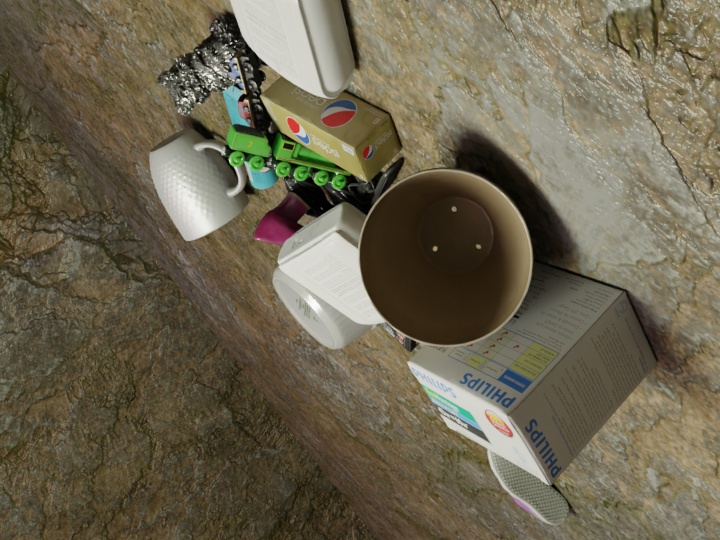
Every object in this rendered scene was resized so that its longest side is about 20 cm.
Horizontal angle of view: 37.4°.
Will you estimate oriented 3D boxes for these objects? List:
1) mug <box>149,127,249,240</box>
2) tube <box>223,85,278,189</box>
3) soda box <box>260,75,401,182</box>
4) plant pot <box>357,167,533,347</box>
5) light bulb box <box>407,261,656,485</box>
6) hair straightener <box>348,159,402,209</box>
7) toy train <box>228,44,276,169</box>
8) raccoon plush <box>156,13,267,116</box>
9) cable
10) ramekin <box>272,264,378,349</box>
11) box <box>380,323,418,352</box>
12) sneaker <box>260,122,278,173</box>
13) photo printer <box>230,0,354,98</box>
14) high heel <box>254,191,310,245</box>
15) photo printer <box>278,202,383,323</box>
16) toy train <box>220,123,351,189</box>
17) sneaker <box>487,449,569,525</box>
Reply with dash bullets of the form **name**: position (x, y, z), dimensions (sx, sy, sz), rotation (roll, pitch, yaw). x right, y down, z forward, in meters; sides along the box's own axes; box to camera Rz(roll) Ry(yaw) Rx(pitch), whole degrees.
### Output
- **mug**: position (-0.295, -0.176, 1.988), dimensions (0.198, 0.148, 0.177), rotation (-16, 112, 38)
- **tube**: position (-0.182, -0.221, 1.733), dimensions (0.077, 0.050, 0.202), rotation (30, 152, 34)
- **soda box**: position (-0.041, -0.194, 1.389), dimensions (0.199, 0.068, 0.064), rotation (34, 160, 38)
- **plant pot**: position (0.105, -0.027, 1.245), dimensions (0.201, 0.200, 0.135), rotation (47, -163, -2)
- **light bulb box**: position (0.199, 0.109, 1.244), dimensions (0.197, 0.200, 0.126), rotation (23, 151, 55)
- **hair straightener**: position (0.025, -0.119, 1.466), dimensions (0.077, 0.041, 0.200), rotation (48, 168, -2)
- **toy train**: position (-0.146, -0.223, 1.460), dimensions (0.045, 0.034, 0.202), rotation (14, 139, 23)
- **raccoon plush**: position (-0.203, -0.284, 1.474), dimensions (0.097, 0.134, 0.199), rotation (52, 163, -15)
- **cable**: position (-0.032, -0.101, 1.636), dimensions (0.201, 0.051, 0.162), rotation (49, 156, -18)
- **ramekin**: position (-0.062, 0.042, 1.787), dimensions (0.202, 0.094, 0.203), rotation (43, 163, 16)
- **box**: position (0.027, 0.030, 1.772), dimensions (0.200, 0.044, 0.161), rotation (43, 164, 18)
- **sneaker**: position (-0.121, -0.209, 1.582), dimensions (0.089, 0.076, 0.199), rotation (59, 155, -7)
- **photo printer**: position (-0.086, -0.301, 1.254), dimensions (0.166, 0.069, 0.201), rotation (38, 162, 28)
- **high heel**: position (-0.071, -0.022, 1.651), dimensions (0.200, 0.096, 0.067), rotation (46, 160, -16)
- **photo printer**: position (0.000, 0.000, 1.567), dimensions (0.199, 0.070, 0.166), rotation (35, 143, -22)
- **toy train**: position (-0.097, -0.159, 1.472), dimensions (0.197, 0.057, 0.042), rotation (10, -156, -28)
- **sneaker**: position (0.273, 0.368, 1.884), dimensions (0.201, 0.073, 0.114), rotation (52, 166, -15)
